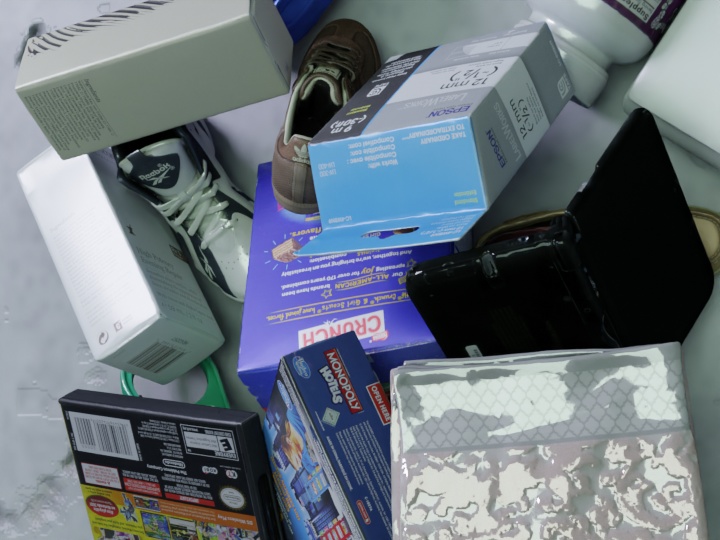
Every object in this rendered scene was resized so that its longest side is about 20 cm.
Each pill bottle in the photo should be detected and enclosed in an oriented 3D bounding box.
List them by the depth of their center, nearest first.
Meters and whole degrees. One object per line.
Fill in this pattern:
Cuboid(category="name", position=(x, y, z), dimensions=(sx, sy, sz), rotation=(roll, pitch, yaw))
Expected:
Cuboid(category="pill bottle", position=(0.194, -0.227, 1.090), dimensions=(0.112, 0.112, 0.200), rotation=(36, 97, 18))

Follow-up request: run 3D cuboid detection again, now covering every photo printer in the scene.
Cuboid(category="photo printer", position=(0.320, -0.137, 1.061), dimensions=(0.200, 0.069, 0.167), rotation=(35, 97, 18))

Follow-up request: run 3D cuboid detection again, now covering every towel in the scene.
Cuboid(category="towel", position=(0.118, 0.145, 0.917), dimensions=(0.200, 0.032, 0.191), rotation=(-5, 76, 8))

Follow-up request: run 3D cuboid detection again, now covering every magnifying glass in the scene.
Cuboid(category="magnifying glass", position=(-0.120, 0.126, 1.185), dimensions=(0.080, 0.022, 0.200), rotation=(-33, 64, -33))

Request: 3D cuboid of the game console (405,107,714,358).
Cuboid(category="game console", position=(0.146, 0.009, 1.014), dimensions=(0.176, 0.200, 0.117), rotation=(-14, 45, 20))

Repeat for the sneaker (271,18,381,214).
Cuboid(category="sneaker", position=(-0.019, -0.136, 1.117), dimensions=(0.070, 0.076, 0.200), rotation=(12, 53, 0))

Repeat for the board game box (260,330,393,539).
Cuboid(category="board game box", position=(-0.016, 0.172, 1.049), dimensions=(0.062, 0.200, 0.200), rotation=(-19, 76, -23))

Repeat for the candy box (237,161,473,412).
Cuboid(category="candy box", position=(0.000, 0.000, 1.114), dimensions=(0.169, 0.077, 0.200), rotation=(-9, 52, 18))

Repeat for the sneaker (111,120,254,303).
Cuboid(category="sneaker", position=(-0.143, -0.061, 1.181), dimensions=(0.079, 0.130, 0.199), rotation=(-29, 77, 16))

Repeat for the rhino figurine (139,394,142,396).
Cuboid(category="rhino figurine", position=(-0.159, 0.168, 1.206), dimensions=(0.200, 0.060, 0.088), rotation=(36, 101, 19))

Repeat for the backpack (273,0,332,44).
Cuboid(category="backpack", position=(-0.119, -0.272, 1.175), dimensions=(0.200, 0.168, 0.163), rotation=(43, 106, 13))

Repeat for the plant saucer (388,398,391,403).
Cuboid(category="plant saucer", position=(0.022, 0.122, 1.139), dimensions=(0.200, 0.032, 0.201), rotation=(-8, 76, 33))

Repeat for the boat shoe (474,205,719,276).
Cuboid(category="boat shoe", position=(0.183, -0.014, 1.099), dimensions=(0.200, 0.066, 0.074), rotation=(-8, 82, 16))

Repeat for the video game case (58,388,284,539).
Cuboid(category="video game case", position=(-0.142, 0.187, 1.126), dimensions=(0.200, 0.025, 0.181), rotation=(3, 110, 37))

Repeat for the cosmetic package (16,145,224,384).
Cuboid(category="cosmetic package", position=(-0.198, -0.011, 1.190), dimensions=(0.074, 0.102, 0.200), rotation=(-35, 63, 13))

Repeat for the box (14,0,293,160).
Cuboid(category="box", position=(-0.157, -0.158, 1.111), dimensions=(0.200, 0.082, 0.068), rotation=(-14, 43, 14))

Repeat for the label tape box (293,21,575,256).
Cuboid(category="label tape box", position=(0.045, -0.092, 1.018), dimensions=(0.143, 0.200, 0.066), rotation=(-6, 120, 38))
